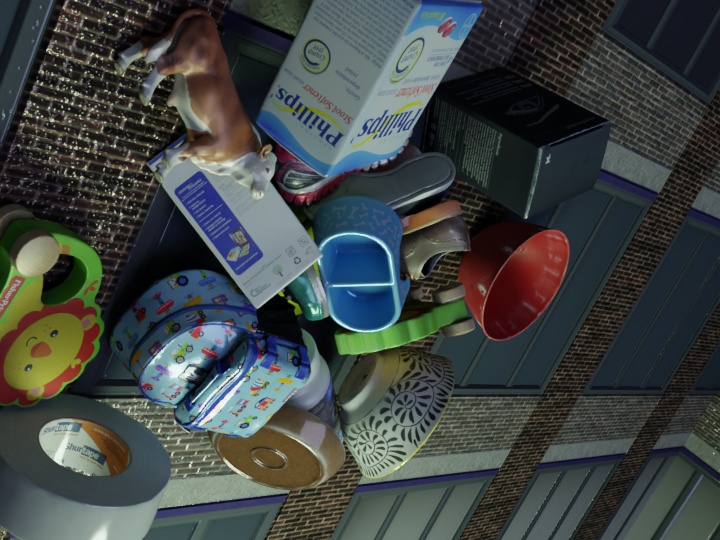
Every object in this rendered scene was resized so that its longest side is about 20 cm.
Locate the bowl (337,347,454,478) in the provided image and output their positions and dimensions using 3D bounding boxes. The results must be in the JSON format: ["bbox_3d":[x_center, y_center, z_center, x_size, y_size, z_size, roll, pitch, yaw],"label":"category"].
[{"bbox_3d":[0.030,0.175,1.280,0.094,0.201,0.201,39,90,-16],"label":"bowl"}]

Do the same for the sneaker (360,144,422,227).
[{"bbox_3d":[0.070,-0.086,1.263,0.104,0.075,0.201,-35,136,-13],"label":"sneaker"}]

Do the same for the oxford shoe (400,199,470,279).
[{"bbox_3d":[0.047,-0.016,1.171,0.198,0.074,0.071,-26,173,26],"label":"oxford shoe"}]

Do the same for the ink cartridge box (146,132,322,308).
[{"bbox_3d":[-0.138,-0.067,1.026,0.099,0.039,0.201,-37,102,-8],"label":"ink cartridge box"}]

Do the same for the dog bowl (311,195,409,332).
[{"bbox_3d":[0.000,0.000,1.120,0.110,0.050,0.201,-1,136,9],"label":"dog bowl"}]

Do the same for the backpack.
[{"bbox_3d":[-0.181,0.095,1.079,0.182,0.135,0.199,-42,141,19],"label":"backpack"}]

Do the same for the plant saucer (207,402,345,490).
[{"bbox_3d":[-0.119,0.242,1.248,0.202,0.197,0.035,79,20,-45],"label":"plant saucer"}]

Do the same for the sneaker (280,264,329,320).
[{"bbox_3d":[-0.108,-0.019,1.097,0.079,0.071,0.202,-29,106,-7],"label":"sneaker"}]

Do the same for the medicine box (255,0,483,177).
[{"bbox_3d":[0.012,-0.216,0.957,0.201,0.103,0.182,-59,165,26],"label":"medicine box"}]

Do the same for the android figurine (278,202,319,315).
[{"bbox_3d":[-0.062,-0.023,1.204,0.200,0.041,0.183,-42,143,-14],"label":"android figurine"}]

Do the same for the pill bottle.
[{"bbox_3d":[-0.090,0.177,1.278,0.113,0.114,0.201,-35,141,-21],"label":"pill bottle"}]

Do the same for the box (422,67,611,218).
[{"bbox_3d":[0.204,-0.175,1.230,0.147,0.200,0.105,-21,134,-34],"label":"box"}]

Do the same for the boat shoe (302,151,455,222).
[{"bbox_3d":[0.024,-0.088,1.148,0.197,0.076,0.061,-13,153,-9],"label":"boat shoe"}]

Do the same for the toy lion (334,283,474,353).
[{"bbox_3d":[0.046,0.075,1.288,0.190,0.199,0.070,-17,94,-24],"label":"toy lion"}]

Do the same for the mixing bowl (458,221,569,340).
[{"bbox_3d":[0.228,-0.001,1.477,0.199,0.108,0.202,-29,138,-30],"label":"mixing bowl"}]

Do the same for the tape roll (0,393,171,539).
[{"bbox_3d":[-0.309,0.217,1.005,0.199,0.200,0.067,6,116,-49],"label":"tape roll"}]

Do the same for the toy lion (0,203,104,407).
[{"bbox_3d":[-0.337,0.050,0.962,0.201,0.068,0.191,-56,150,4],"label":"toy lion"}]

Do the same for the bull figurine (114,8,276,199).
[{"bbox_3d":[-0.161,-0.156,0.936,0.121,0.065,0.202,-29,113,-27],"label":"bull figurine"}]

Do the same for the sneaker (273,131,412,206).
[{"bbox_3d":[-0.016,-0.156,1.111,0.199,0.080,0.075,-36,139,-20],"label":"sneaker"}]
